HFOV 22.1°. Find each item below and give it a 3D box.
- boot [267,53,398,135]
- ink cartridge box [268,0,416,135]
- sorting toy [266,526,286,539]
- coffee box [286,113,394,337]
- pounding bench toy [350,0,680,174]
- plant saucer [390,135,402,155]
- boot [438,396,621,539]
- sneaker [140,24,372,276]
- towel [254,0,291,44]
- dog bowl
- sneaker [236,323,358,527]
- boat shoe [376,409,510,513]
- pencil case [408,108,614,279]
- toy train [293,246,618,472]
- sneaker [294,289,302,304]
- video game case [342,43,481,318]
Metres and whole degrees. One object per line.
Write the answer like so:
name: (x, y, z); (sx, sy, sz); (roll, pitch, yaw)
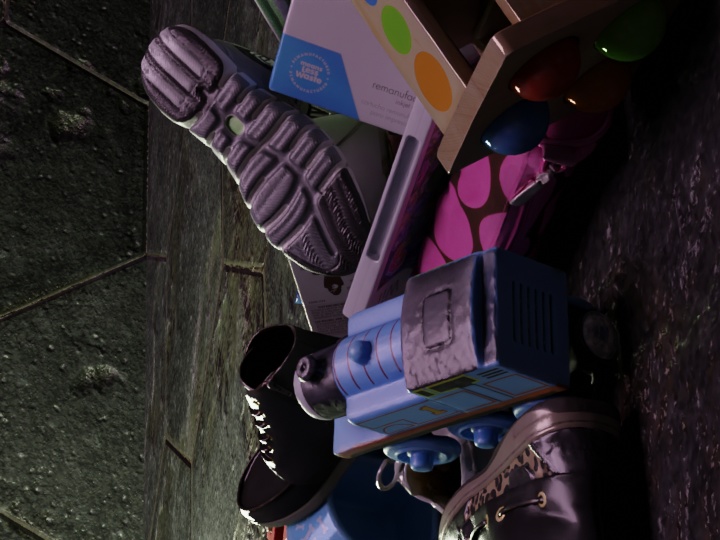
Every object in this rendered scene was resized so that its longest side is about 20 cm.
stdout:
boot: (-0.009, -0.204, 1.374); (0.073, 0.182, 0.200); (-28, 60, 53)
ink cartridge box: (0.026, -0.191, 1.122); (0.067, 0.116, 0.200); (-63, -9, -62)
sorting toy: (-0.042, 0.266, 1.583); (0.200, 0.069, 0.199); (-144, 59, -75)
coffee box: (0.000, 0.000, 1.296); (0.200, 0.080, 0.115); (74, -172, -47)
pounding bench toy: (0.107, -0.165, 0.969); (0.156, 0.200, 0.124); (56, 157, 15)
plant saucer: (0.015, -0.130, 1.503); (0.201, 0.051, 0.201); (-177, 90, -77)
boot: (0.097, 0.178, 0.995); (0.200, 0.073, 0.151); (117, 154, -48)
sneaker: (-0.044, -0.085, 1.199); (0.075, 0.200, 0.115); (-45, -11, 22)
towel: (-0.013, -0.204, 1.284); (0.023, 0.200, 0.153); (-31, 91, 35)
dog bowl: (0.003, 0.151, 1.347); (0.050, 0.111, 0.200); (-55, 30, 41)
sneaker: (-0.055, 0.100, 1.262); (0.200, 0.106, 0.075); (-48, 35, 37)
boat shoe: (0.052, 0.121, 1.171); (0.202, 0.086, 0.075); (-127, 43, -71)
pencil case: (0.084, -0.035, 1.089); (0.200, 0.091, 0.094); (105, 156, -49)
toy train: (0.048, 0.053, 1.042); (0.200, 0.114, 0.087); (-21, 57, 44)
sneaker: (0.010, -0.020, 1.424); (0.200, 0.078, 0.070); (123, 161, -60)
video game case: (0.058, -0.072, 1.141); (0.143, 0.018, 0.200); (-38, -25, -46)
